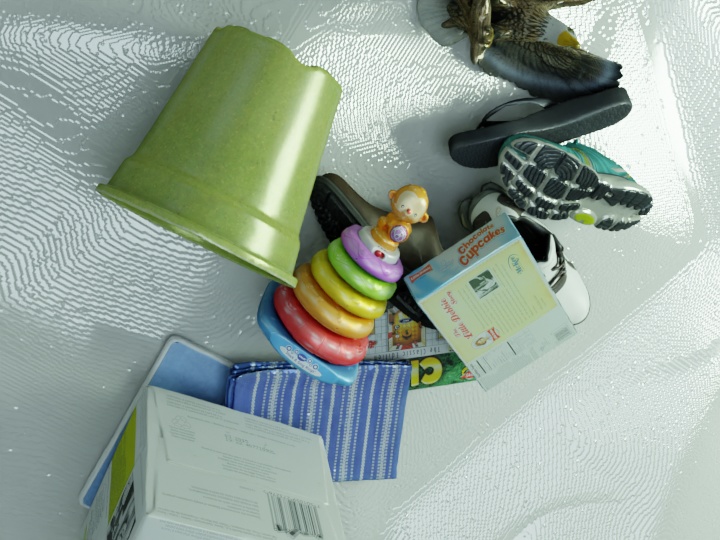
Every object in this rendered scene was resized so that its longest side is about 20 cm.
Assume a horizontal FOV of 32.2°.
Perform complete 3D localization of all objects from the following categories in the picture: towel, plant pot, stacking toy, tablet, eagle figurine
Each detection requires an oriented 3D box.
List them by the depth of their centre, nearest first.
[{"bbox_3d":[-0.111,-0.111,1.129,0.199,0.200,0.186,26,86,-23],"label":"plant pot"},{"bbox_3d":[0.000,0.000,1.179,0.116,0.110,0.201,35,111,-11],"label":"stacking toy"},{"bbox_3d":[0.171,-0.245,1.214,0.199,0.152,0.152,-9,157,-45],"label":"eagle figurine"},{"bbox_3d":[-0.187,0.177,1.275,0.129,0.014,0.201,28,96,-23],"label":"tablet"},{"bbox_3d":[-0.046,0.160,1.289,0.197,0.024,0.147,-1,114,-18],"label":"towel"}]

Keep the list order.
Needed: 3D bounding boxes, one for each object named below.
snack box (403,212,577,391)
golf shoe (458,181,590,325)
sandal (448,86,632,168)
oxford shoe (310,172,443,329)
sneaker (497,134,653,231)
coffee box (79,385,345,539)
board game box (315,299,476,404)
[{"bbox_3d":[0.132,0.036,1.231,0.115,0.037,0.200,-33,141,5],"label":"snack box"},{"bbox_3d":[0.180,-0.001,1.293,0.078,0.094,0.200,-47,115,0],"label":"golf shoe"},{"bbox_3d":[0.177,-0.150,1.267,0.198,0.076,0.043,-17,73,-13],"label":"sandal"},{"bbox_3d":[0.028,-0.035,1.257,0.200,0.072,0.085,44,66,-21],"label":"oxford shoe"},{"bbox_3d":[0.210,-0.095,1.269,0.198,0.080,0.078,17,127,-37],"label":"sneaker"},{"bbox_3d":[-0.148,0.266,1.185,0.198,0.201,0.199,19,113,-20],"label":"coffee box"},{"bbox_3d":[0.044,0.076,1.312,0.197,0.023,0.106,-8,111,-15],"label":"board game box"}]
